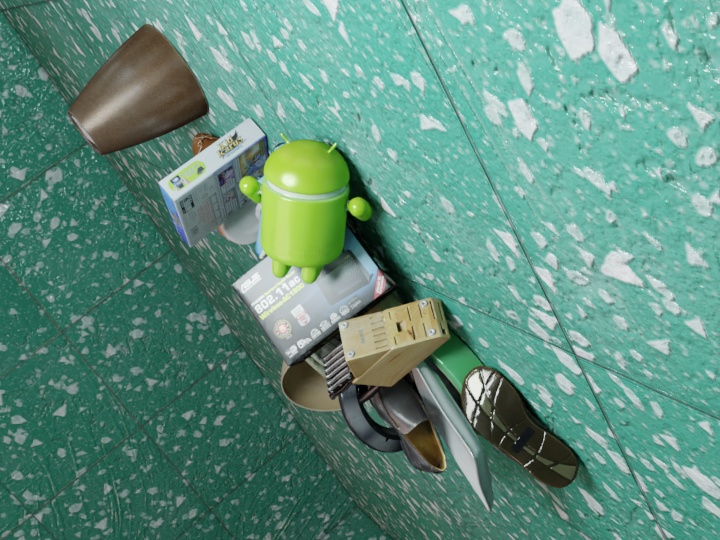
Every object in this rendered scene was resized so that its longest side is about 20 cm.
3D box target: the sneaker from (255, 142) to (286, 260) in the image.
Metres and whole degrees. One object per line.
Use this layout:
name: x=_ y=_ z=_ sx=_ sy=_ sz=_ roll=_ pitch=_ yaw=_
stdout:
sneaker: x=-0.117 y=-0.104 z=1.332 sx=0.090 sy=0.078 sz=0.200 roll=44 pitch=129 yaw=27

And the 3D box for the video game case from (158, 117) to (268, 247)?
video game case: x=-0.234 y=-0.142 z=1.481 sx=0.045 sy=0.181 sz=0.200 roll=49 pitch=165 yaw=13

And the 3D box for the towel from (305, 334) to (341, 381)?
towel: x=-0.069 y=0.056 z=1.449 sx=0.200 sy=0.193 sz=0.035 roll=45 pitch=131 yaw=-15

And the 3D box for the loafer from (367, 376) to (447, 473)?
loafer: x=0.079 y=0.227 z=1.386 sx=0.200 sy=0.073 sz=0.072 roll=57 pitch=163 yaw=-13

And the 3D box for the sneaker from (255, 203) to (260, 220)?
sneaker: x=-0.108 y=-0.086 z=1.441 sx=0.114 sy=0.075 sz=0.200 roll=51 pitch=163 yaw=10

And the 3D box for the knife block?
knife block: x=0.037 y=0.127 z=1.302 sx=0.176 sy=0.200 sz=0.064 roll=65 pitch=-169 yaw=-59

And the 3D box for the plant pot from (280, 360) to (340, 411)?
plant pot: x=-0.058 y=0.158 z=1.716 sx=0.200 sy=0.200 sz=0.135 roll=67 pitch=-171 yaw=-46

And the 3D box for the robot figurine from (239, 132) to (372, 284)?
robot figurine: x=-0.075 y=-0.085 z=1.200 sx=0.175 sy=0.116 sz=0.200 roll=12 pitch=121 yaw=10

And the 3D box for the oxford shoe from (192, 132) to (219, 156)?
oxford shoe: x=-0.283 y=-0.223 z=1.656 sx=0.071 sy=0.071 sz=0.200 roll=59 pitch=165 yaw=-10

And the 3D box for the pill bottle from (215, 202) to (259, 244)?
pill bottle: x=-0.255 y=-0.127 z=1.713 sx=0.200 sy=0.112 sz=0.112 roll=28 pitch=153 yaw=54

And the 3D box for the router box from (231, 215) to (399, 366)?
router box: x=-0.066 y=0.022 z=1.307 sx=0.150 sy=0.200 sz=0.062 roll=53 pitch=-170 yaw=10

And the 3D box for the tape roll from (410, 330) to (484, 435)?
tape roll: x=0.136 y=0.160 z=1.369 sx=0.200 sy=0.048 sz=0.201 roll=47 pitch=164 yaw=18

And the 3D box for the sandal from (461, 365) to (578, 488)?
sandal: x=0.220 y=0.217 z=1.244 sx=0.200 sy=0.082 sz=0.055 roll=41 pitch=-175 yaw=12

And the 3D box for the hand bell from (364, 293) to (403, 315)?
hand bell: x=0.000 y=0.000 z=1.359 sx=0.200 sy=0.104 sz=0.104 roll=64 pitch=164 yaw=-3

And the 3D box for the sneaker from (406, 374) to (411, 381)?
sneaker: x=0.060 y=0.159 z=1.569 sx=0.090 sy=0.070 sz=0.200 roll=8 pitch=149 yaw=16

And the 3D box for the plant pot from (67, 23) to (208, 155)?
plant pot: x=-0.405 y=-0.298 z=1.574 sx=0.187 sy=0.200 sz=0.187 roll=47 pitch=165 yaw=17

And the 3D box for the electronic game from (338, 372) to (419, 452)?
electronic game: x=0.043 y=0.194 z=1.454 sx=0.042 sy=0.200 sz=0.200 roll=-18 pitch=112 yaw=48

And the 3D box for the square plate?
square plate: x=0.139 y=0.235 z=1.318 sx=0.198 sy=0.028 sz=0.200 roll=58 pitch=173 yaw=38
